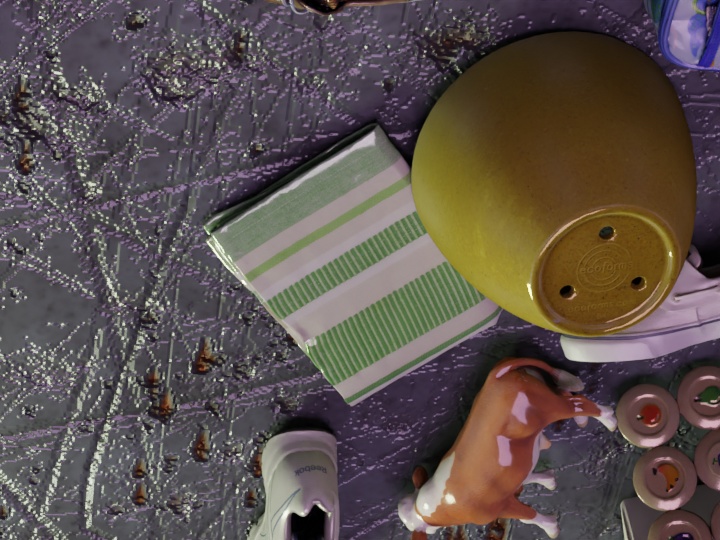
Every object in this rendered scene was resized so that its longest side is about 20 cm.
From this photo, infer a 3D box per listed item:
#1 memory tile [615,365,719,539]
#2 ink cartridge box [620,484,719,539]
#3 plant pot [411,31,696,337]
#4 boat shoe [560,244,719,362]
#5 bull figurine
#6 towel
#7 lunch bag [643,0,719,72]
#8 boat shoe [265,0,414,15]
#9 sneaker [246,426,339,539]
[{"bbox_3d":[0.288,0.170,1.428,0.152,0.202,0.017,-15,171,3],"label":"memory tile"},{"bbox_3d":[0.306,0.293,1.536,0.146,0.145,0.201,-12,129,2],"label":"ink cartridge box"},{"bbox_3d":[0.145,-0.037,1.244,0.198,0.142,0.201,-6,125,-9],"label":"plant pot"},{"bbox_3d":[0.242,0.016,1.370,0.198,0.071,0.070,-12,102,7],"label":"boat shoe"},{"bbox_3d":[0.111,0.150,1.450,0.121,0.065,0.201,10,128,-21],"label":"bull figurine"},{"bbox_3d":[0.000,0.000,1.343,0.152,0.023,0.200,-30,124,14],"label":"towel"},{"bbox_3d":[0.269,-0.218,1.174,0.159,0.083,0.201,7,126,-10],"label":"lunch bag"},{"bbox_3d":[-0.029,-0.198,1.149,0.198,0.073,0.073,-5,128,-4],"label":"boat shoe"},{"bbox_3d":[-0.051,0.219,1.466,0.074,0.087,0.201,-4,130,-7],"label":"sneaker"}]
